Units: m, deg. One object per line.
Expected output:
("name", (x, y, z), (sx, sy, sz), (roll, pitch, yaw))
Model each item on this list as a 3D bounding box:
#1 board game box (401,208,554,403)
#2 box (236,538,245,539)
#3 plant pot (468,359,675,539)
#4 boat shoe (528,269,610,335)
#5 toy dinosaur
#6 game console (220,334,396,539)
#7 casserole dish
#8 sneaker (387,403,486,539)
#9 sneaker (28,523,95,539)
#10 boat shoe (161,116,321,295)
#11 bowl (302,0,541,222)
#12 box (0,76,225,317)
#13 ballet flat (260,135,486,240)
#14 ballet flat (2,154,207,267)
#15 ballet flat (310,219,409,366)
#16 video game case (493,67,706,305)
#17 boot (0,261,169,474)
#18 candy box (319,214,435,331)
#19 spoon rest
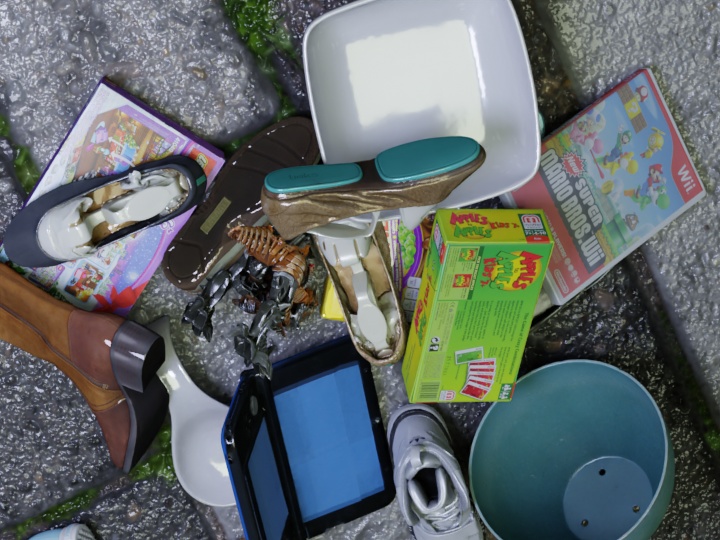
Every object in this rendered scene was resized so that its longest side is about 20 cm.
("board game box", (0.105, 0.035, 1.666), (0.101, 0.048, 0.201), (-1, 132, -13))
("box", (-0.146, 0.378, 1.834), (0.118, 0.041, 0.202), (-12, 105, -3))
("plant pot", (0.221, 0.205, 1.766), (0.200, 0.201, 0.135), (-38, 144, 5))
("boat shoe", (0.188, 0.010, 1.757), (0.200, 0.057, 0.069), (-40, 106, 6))
("toy dinosaur", (-0.094, 0.010, 1.666), (0.136, 0.102, 0.200), (-53, 135, -15))
("game console", (-0.045, 0.189, 1.728), (0.117, 0.171, 0.201), (-7, 116, 12))
("casserole dish", (0.078, -0.126, 1.690), (0.198, 0.039, 0.122), (0, 103, -7))
("sneaker", (0.077, 0.238, 1.777), (0.075, 0.115, 0.201), (-17, 107, 4))
("sneaker", (-0.285, 0.345, 1.800), (0.081, 0.074, 0.201), (-9, 105, 15))
("boat shoe", (-0.103, -0.059, 1.701), (0.200, 0.076, 0.072), (-45, 64, 5))
("bowl", (0.053, -0.157, 1.623), (0.198, 0.075, 0.201), (-13, 104, -2))
("box", (-0.236, -0.060, 1.697), (0.136, 0.039, 0.201), (32, 100, -13))
("ballet flat", (0.013, -0.064, 1.575), (0.198, 0.068, 0.073), (-12, 124, -3))
("ballet flat", (-0.234, -0.052, 1.643), (0.199, 0.073, 0.074), (-21, 107, 0))
("ballet flat", (0.000, 0.000, 1.700), (0.070, 0.065, 0.201), (-22, 103, 6))
("video game case", (0.228, -0.080, 1.715), (0.200, 0.017, 0.144), (-36, 109, -21))
("boot", (-0.281, 0.091, 1.693), (0.199, 0.069, 0.189), (22, 143, 15))
("candy box", (0.028, -0.043, 1.739), (0.101, 0.026, 0.202), (10, 104, -6))
("spoon rest", (-0.156, 0.143, 1.754), (0.099, 0.061, 0.201), (-29, 106, 2))
